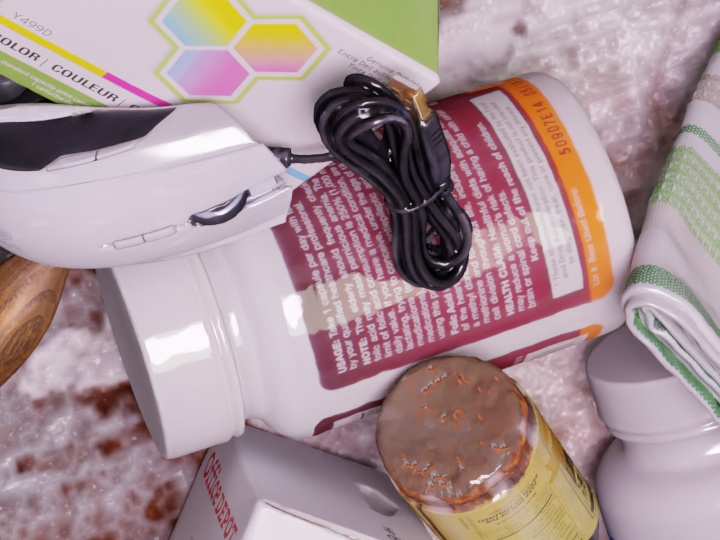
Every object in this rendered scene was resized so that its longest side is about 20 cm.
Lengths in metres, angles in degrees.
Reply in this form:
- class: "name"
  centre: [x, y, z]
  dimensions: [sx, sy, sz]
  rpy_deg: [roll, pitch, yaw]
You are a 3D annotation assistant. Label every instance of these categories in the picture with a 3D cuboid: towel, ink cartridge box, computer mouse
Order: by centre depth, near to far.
- class: "ink cartridge box"
  centre: [-0.026, -0.122, 0.797]
  dimensions: [0.148, 0.200, 0.076]
  rpy_deg: [26, 49, -31]
- class: "computer mouse"
  centre: [-0.064, -0.026, 0.832]
  dimensions: [0.200, 0.110, 0.044]
  rpy_deg: [-2, 59, 12]
- class: "ink cartridge box"
  centre: [-0.051, 0.175, 0.935]
  dimensions: [0.085, 0.145, 0.200]
  rpy_deg: [23, 95, -13]
- class: "towel"
  centre: [0.183, -0.007, 0.959]
  dimensions: [0.149, 0.031, 0.200]
  rpy_deg: [47, 44, -21]

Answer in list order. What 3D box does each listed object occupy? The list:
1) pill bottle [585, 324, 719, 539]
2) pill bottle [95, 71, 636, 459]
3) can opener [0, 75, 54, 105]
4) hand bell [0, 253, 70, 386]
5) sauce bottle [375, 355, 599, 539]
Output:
- class: "pill bottle"
  centre: [0.168, 0.118, 1.003]
  dimensions: [0.112, 0.112, 0.200]
  rpy_deg: [-23, 108, -10]
- class: "pill bottle"
  centre: [0.000, 0.000, 0.929]
  dimensions: [0.200, 0.114, 0.114]
  rpy_deg: [-18, 106, -12]
- class: "can opener"
  centre: [-0.151, -0.041, 0.907]
  dimensions: [0.200, 0.079, 0.063]
  rpy_deg: [-24, 115, 0]
- class: "hand bell"
  centre: [-0.172, 0.069, 0.890]
  dimensions: [0.104, 0.104, 0.200]
  rpy_deg: [35, 97, -20]
- class: "sauce bottle"
  centre: [0.064, 0.100, 0.950]
  dimensions: [0.066, 0.066, 0.200]
  rpy_deg: [-42, 149, -4]
